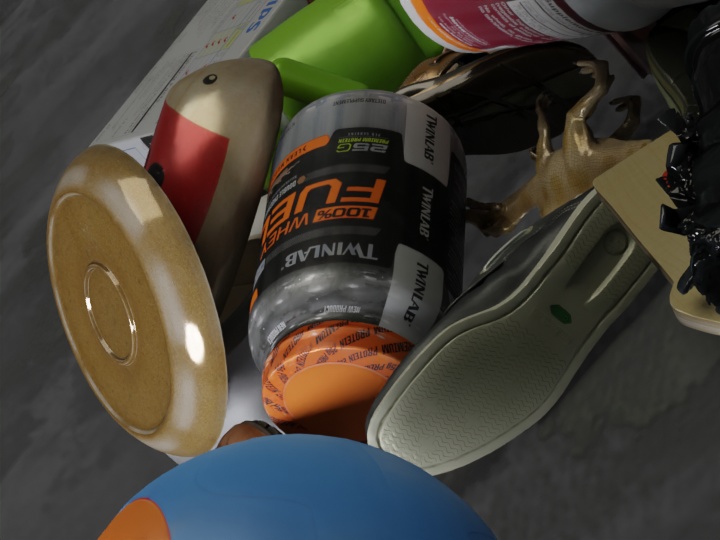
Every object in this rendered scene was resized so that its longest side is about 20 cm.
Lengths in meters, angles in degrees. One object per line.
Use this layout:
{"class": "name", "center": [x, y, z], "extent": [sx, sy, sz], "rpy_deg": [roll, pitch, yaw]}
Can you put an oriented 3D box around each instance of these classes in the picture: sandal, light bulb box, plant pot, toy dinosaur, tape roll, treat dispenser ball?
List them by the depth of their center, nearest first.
{"class": "treat dispenser ball", "center": [-0.026, 0.167, 0.692], "extent": [0.201, 0.201, 0.201], "rpy_deg": [-38, 24, 20]}
{"class": "sandal", "center": [0.196, -0.070, 0.883], "extent": [0.080, 0.057, 0.201], "rpy_deg": [-13, 38, 11]}
{"class": "toy dinosaur", "center": [0.136, -0.067, 1.014], "extent": [0.200, 0.058, 0.101], "rpy_deg": [-23, 46, 59]}
{"class": "plant pot", "center": [-0.143, 0.023, 1.045], "extent": [0.027, 0.200, 0.200], "rpy_deg": [-19, 8, -29]}
{"class": "sandal", "center": [0.055, -0.104, 1.100], "extent": [0.200, 0.082, 0.055], "rpy_deg": [-22, 50, 15]}
{"class": "tape roll", "center": [-0.076, 0.037, 1.171], "extent": [0.202, 0.071, 0.203], "rpy_deg": [-37, 24, 20]}
{"class": "light bulb box", "center": [-0.090, -0.138, 1.419], "extent": [0.198, 0.125, 0.200], "rpy_deg": [-55, 24, -21]}

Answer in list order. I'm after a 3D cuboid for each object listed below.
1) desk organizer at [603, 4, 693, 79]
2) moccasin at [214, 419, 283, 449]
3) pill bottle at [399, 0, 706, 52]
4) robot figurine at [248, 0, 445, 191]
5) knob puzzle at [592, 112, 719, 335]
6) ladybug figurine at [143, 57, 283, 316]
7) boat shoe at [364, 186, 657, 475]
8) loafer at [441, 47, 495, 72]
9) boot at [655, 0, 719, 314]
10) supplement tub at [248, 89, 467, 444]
{"class": "desk organizer", "center": [0.232, -0.207, 1.035], "extent": [0.200, 0.072, 0.077], "rpy_deg": [-48, 25, -4]}
{"class": "moccasin", "center": [-0.050, 0.138, 0.955], "extent": [0.078, 0.074, 0.201], "rpy_deg": [-45, 23, -6]}
{"class": "pill bottle", "center": [0.116, -0.187, 0.966], "extent": [0.200, 0.114, 0.114], "rpy_deg": [1, 51, 56]}
{"class": "robot figurine", "center": [-0.019, -0.132, 1.232], "extent": [0.200, 0.116, 0.175], "rpy_deg": [-34, -4, 4]}
{"class": "knob puzzle", "center": [0.225, -0.028, 0.762], "extent": [0.219, 0.030, 0.220], "rpy_deg": [-18, 41, 16]}
{"class": "ladybug figurine", "center": [-0.106, -0.042, 1.088], "extent": [0.136, 0.072, 0.200], "rpy_deg": [-120, 47, -76]}
{"class": "boat shoe", "center": [0.080, 0.031, 0.911], "extent": [0.200, 0.072, 0.068], "rpy_deg": [-45, 15, -6]}
{"class": "loafer", "center": [0.093, -0.198, 1.153], "extent": [0.072, 0.063, 0.200], "rpy_deg": [-119, 40, -79]}
{"class": "boot", "center": [0.220, -0.069, 0.728], "extent": [0.198, 0.073, 0.163], "rpy_deg": [-18, 39, 26]}
{"class": "supplement tub", "center": [0.000, 0.000, 1.009], "extent": [0.122, 0.122, 0.200], "rpy_deg": [-32, 36, 32]}
